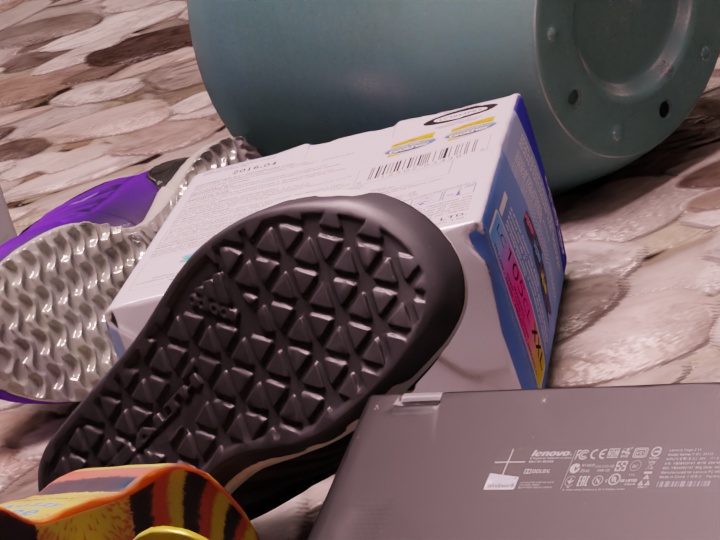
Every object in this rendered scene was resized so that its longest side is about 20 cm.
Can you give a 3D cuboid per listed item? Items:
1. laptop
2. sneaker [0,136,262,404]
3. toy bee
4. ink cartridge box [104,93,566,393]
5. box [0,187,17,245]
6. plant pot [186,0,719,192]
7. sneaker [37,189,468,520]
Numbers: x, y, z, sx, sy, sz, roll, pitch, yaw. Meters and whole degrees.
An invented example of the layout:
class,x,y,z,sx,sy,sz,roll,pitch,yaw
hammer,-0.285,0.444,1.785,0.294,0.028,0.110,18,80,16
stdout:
class,x,y,z,sx,sy,sz,roll,pitch,yaw
laptop,0.093,0.086,0.815,0.187,0.116,0.200,-5,48,39
sneaker,-0.117,0.010,1.215,0.099,0.070,0.200,-15,10,34
toy bee,-0.093,0.090,0.820,0.130,0.109,0.200,-11,16,13
ink cartridge box,0.000,0.000,1.089,0.136,0.077,0.200,-13,17,11
box,-0.278,-0.013,1.251,0.199,0.172,0.199,-10,16,22
plant pot,0.054,-0.119,1.248,0.161,0.201,0.200,15,34,43
sneaker,-0.026,0.030,0.935,0.083,0.072,0.200,-16,-15,-46
